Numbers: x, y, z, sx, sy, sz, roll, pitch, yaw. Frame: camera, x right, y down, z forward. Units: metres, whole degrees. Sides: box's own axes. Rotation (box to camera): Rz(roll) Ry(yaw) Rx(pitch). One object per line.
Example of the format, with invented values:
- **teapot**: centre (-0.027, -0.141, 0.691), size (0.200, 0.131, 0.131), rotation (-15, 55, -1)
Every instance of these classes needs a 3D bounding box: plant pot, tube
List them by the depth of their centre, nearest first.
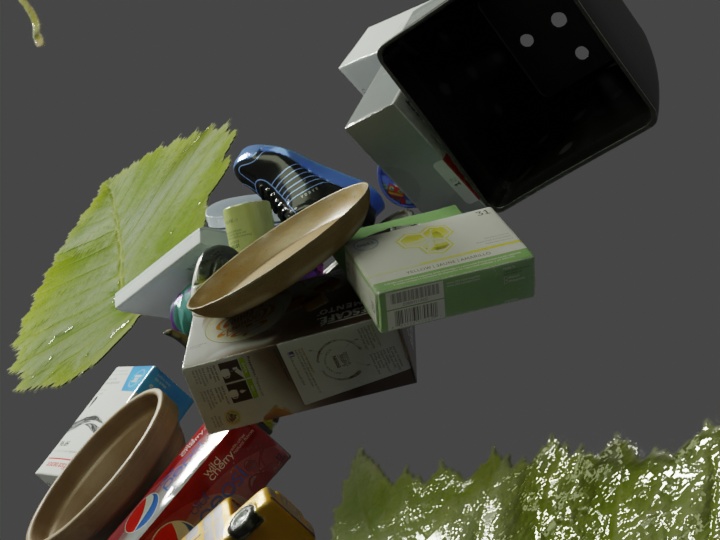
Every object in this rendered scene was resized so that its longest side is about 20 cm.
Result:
- **plant pot**: centre (-0.069, -0.014, 1.319), size (0.199, 0.028, 0.200), rotation (-32, 11, 7)
- **plant pot**: centre (0.171, -0.211, 1.398), size (0.200, 0.200, 0.178), rotation (-30, 14, 34)
- **plant pot**: centre (-0.236, 0.224, 1.453), size (0.201, 0.093, 0.201), rotation (-42, 17, 16)
- **tube**: centre (-0.100, 0.030, 1.485), size (0.052, 0.201, 0.058), rotation (-11, -3, 2)

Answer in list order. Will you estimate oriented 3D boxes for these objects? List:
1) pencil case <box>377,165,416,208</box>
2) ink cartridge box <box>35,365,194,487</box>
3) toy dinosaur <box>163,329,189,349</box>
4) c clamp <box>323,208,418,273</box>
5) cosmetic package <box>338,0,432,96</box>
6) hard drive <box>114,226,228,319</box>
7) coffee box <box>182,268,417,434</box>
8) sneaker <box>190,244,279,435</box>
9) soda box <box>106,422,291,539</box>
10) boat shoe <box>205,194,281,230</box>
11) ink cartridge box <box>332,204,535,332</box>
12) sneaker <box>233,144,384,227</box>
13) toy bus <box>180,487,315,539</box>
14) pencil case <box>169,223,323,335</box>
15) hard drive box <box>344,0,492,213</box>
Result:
- **pencil case**: centre (0.067, -0.155, 1.611), size (0.078, 0.087, 0.200), rotation (-3, 35, 11)
- **ink cartridge box**: centre (-0.290, 0.205, 1.633), size (0.116, 0.068, 0.200), rotation (-9, 41, 58)
- **toy dinosaur**: centre (-0.152, 0.090, 1.544), size (0.088, 0.048, 0.200), rotation (-34, -24, -12)
- **c clamp**: centre (0.000, 0.000, 1.527), size (0.200, 0.027, 0.171), rotation (-39, 21, 18)
- **cosmetic package**: centre (0.080, -0.253, 1.732), size (0.200, 0.113, 0.081), rotation (-16, 35, 55)
- **hard drive**: centre (-0.183, 0.009, 1.694), size (0.200, 0.131, 0.027), rotation (-33, 56, 45)
- **coffee box**: centre (-0.053, 0.068, 1.328), size (0.199, 0.080, 0.115), rotation (-15, 28, 9)
- **sneaker**: centre (-0.139, 0.076, 1.456), size (0.074, 0.201, 0.085), rotation (-7, -6, -25)
- **soda box**: centre (-0.161, 0.223, 1.354), size (0.200, 0.070, 0.063), rotation (-50, 22, -12)
- **boat shoe**: centre (-0.080, -0.044, 1.703), size (0.201, 0.086, 0.075), rotation (-7, 27, 13)
- **ink cartridge box**: centre (0.054, -0.022, 1.303), size (0.145, 0.048, 0.200), rotation (-13, 31, -12)
- **sneaker**: centre (-0.073, -0.080, 1.616), size (0.199, 0.070, 0.078), rotation (19, 58, 30)
- **toy bus**: centre (-0.131, 0.265, 1.233), size (0.200, 0.065, 0.078), rotation (-43, 19, 6)
- **pencil case**: centre (-0.125, 0.023, 1.603), size (0.200, 0.092, 0.086), rotation (-30, 49, 43)
- **hard drive box**: centre (0.092, -0.167, 1.487), size (0.077, 0.156, 0.200), rotation (-21, 32, 45)
